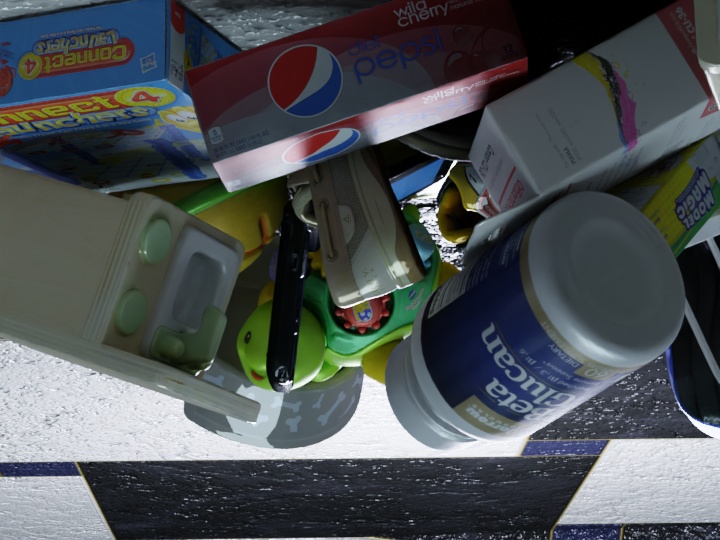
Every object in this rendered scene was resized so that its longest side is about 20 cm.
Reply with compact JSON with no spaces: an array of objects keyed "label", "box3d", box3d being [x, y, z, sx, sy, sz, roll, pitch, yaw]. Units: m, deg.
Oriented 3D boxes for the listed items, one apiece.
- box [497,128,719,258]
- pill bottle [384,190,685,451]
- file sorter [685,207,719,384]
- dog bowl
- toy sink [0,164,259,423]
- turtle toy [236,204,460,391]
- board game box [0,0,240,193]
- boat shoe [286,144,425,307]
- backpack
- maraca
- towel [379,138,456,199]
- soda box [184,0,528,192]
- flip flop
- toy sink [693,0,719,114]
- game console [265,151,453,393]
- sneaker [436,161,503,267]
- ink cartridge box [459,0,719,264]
[{"label":"box","box3d":[0.185,-0.057,1.569,0.117,0.049,0.200,-7,-151,43]},{"label":"pill bottle","box3d":[0.100,0.041,1.481,0.110,0.112,0.200,8,152,-31]},{"label":"file sorter","box3d":[0.327,-0.016,1.649,0.199,0.125,0.139,-27,-178,-33]},{"label":"dog bowl","box3d":[-0.081,0.047,1.909,0.199,0.201,0.059,6,135,-23]},{"label":"toy sink","box3d":[-0.157,0.010,1.550,0.199,0.113,0.130,16,175,30]},{"label":"turtle toy","box3d":[-0.016,0.018,1.820,0.145,0.200,0.101,26,154,28]},{"label":"board game box","box3d":[-0.171,-0.108,1.560,0.198,0.056,0.196,-7,164,21]},{"label":"boat shoe","box3d":[-0.017,-0.058,1.502,0.065,0.201,0.072,-26,138,5]},{"label":"backpack","box3d":[0.318,0.035,1.847,0.161,0.202,0.168,-6,164,15]},{"label":"maraca","box3d":[-0.101,-0.051,1.692,0.199,0.108,0.137,-26,-178,19]},{"label":"towel","box3d":[0.045,-0.088,1.731,0.085,0.018,0.200,-3,165,-5]},{"label":"soda box","box3d":[-0.001,-0.114,1.436,0.199,0.064,0.070,-19,165,0]},{"label":"flip flop","box3d":[0.094,-0.111,1.561,0.198,0.058,0.081,-4,-156,-21]},{"label":"toy sink","box3d":[0.248,-0.154,1.301,0.129,0.113,0.200,-5,165,13]},{"label":"game console","box3d":[0.000,0.000,1.657,0.115,0.177,0.200,6,175,0]},{"label":"sneaker","box3d":[0.089,-0.046,1.746,0.082,0.078,0.200,-22,160,-11]},{"label":"ink cartridge box","box3d":[0.136,-0.086,1.469,0.199,0.068,0.117,-29,170,-9]}]
